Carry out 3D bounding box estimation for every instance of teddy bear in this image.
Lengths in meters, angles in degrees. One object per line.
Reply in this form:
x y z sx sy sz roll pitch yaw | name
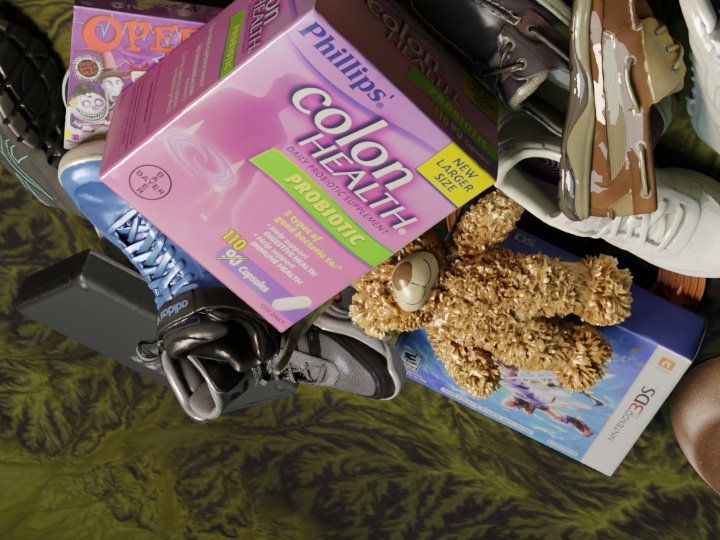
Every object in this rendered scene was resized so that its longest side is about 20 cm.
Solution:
0.092 0.021 1.507 0.199 0.067 0.145 32 113 -11 | teddy bear

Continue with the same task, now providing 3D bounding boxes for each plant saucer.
0.328 0.141 1.652 0.199 0.037 0.201 17 144 12 | plant saucer

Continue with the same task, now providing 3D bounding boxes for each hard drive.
-0.160 0.051 1.698 0.199 0.033 0.139 28 157 -23 | hard drive

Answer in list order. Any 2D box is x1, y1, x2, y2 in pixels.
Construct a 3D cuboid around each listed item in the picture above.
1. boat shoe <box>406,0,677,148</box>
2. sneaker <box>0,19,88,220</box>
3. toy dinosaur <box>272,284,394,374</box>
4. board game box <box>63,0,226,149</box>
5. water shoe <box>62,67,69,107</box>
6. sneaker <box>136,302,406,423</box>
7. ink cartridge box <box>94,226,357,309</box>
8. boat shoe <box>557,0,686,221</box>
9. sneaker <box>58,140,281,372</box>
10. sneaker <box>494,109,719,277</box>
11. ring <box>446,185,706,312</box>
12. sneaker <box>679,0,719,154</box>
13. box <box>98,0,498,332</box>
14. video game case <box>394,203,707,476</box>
0.113 -0.134 1.410 0.199 0.065 0.072 33 146 -8 | boat shoe
-0.261 -0.111 1.662 0.079 0.076 0.201 5 141 33 | sneaker
0.000 0.000 1.568 0.047 0.201 0.088 20 166 37 | toy dinosaur
-0.100 -0.124 1.477 0.198 0.032 0.121 7 125 -4 | board game box
-0.156 -0.128 1.572 0.199 0.079 0.072 -11 130 40 | water shoe
-0.069 0.071 1.596 0.199 0.114 0.076 26 144 -4 | sneaker
-0.093 -0.026 1.658 0.198 0.084 0.146 12 143 18 | ink cartridge box
0.165 -0.127 1.343 0.073 0.076 0.202 5 112 7 | boat shoe
-0.130 -0.003 1.503 0.199 0.112 0.076 34 136 -31 | sneaker
0.173 -0.039 1.460 0.199 0.100 0.075 24 118 1 | sneaker
0.154 -0.013 1.580 0.199 0.019 0.201 16 143 12 | ring
0.234 -0.118 1.359 0.081 0.075 0.201 4 140 41 | sneaker
-0.039 -0.087 1.424 0.199 0.097 0.176 -35 119 26 | box
0.135 0.056 1.624 0.199 0.046 0.182 25 143 1 | video game case
